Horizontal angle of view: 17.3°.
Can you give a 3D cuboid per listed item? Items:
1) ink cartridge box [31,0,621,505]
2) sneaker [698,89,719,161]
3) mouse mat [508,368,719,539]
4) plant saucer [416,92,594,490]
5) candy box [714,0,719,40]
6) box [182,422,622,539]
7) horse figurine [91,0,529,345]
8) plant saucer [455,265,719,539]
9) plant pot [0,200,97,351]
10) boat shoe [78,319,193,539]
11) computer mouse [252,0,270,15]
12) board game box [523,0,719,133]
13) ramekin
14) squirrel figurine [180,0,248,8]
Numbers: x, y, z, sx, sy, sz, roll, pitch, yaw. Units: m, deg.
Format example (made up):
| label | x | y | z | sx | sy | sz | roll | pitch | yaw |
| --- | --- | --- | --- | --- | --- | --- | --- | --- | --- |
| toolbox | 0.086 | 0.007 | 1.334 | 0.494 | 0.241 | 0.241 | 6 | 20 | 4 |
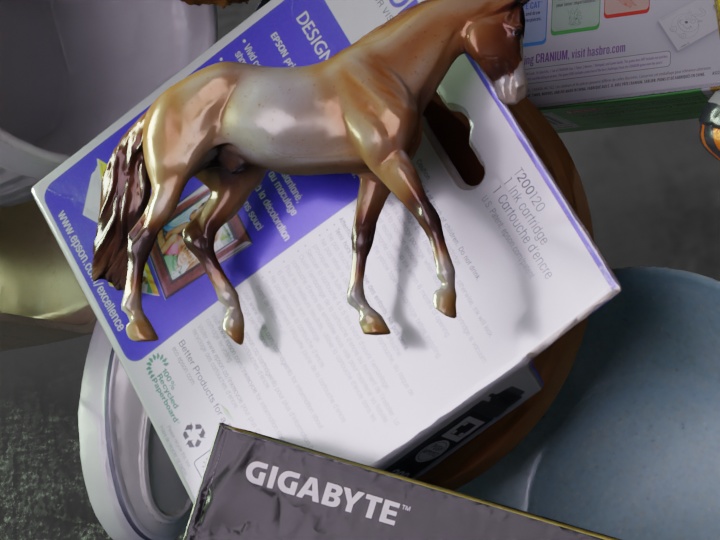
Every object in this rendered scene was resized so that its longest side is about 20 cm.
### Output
| label | x | y | z | sx | sy | sz | roll | pitch | yaw |
| --- | --- | --- | --- | --- | --- | --- | --- | --- | --- |
| ink cartridge box | -0.014 | -0.010 | 0.962 | 0.200 | 0.043 | 0.198 | -37 | 67 | 17 |
| sneaker | 0.195 | 0.020 | 0.869 | 0.200 | 0.078 | 0.112 | 32 | 103 | 9 |
| mouse mat | 0.103 | 0.131 | 0.987 | 0.200 | 0.008 | 0.161 | 24 | 94 | 36 |
| plant saucer | 0.000 | 0.000 | 0.999 | 0.200 | 0.037 | 0.200 | -5 | 78 | 25 |
| candy box | 0.189 | -0.124 | 0.934 | 0.102 | 0.026 | 0.200 | -7 | 79 | 5 |
| box | 0.020 | 0.160 | 0.876 | 0.200 | 0.049 | 0.160 | 16 | 86 | 15 |
| horse figurine | -0.029 | -0.039 | 0.924 | 0.200 | 0.050 | 0.133 | -6 | 78 | 25 |
| plant saucer | 0.114 | 0.100 | 0.958 | 0.201 | 0.039 | 0.201 | -9 | 74 | 33 |
| plant pot | -0.267 | -0.050 | 1.191 | 0.177 | 0.200 | 0.200 | -23 | 66 | 43 |
| boat shoe | -0.078 | 0.031 | 1.104 | 0.066 | 0.072 | 0.200 | -4 | 69 | 40 |
| computer mouse | 0.000 | -0.077 | 1.063 | 0.140 | 0.046 | 0.200 | 29 | 81 | 18 |
| board game box | 0.126 | -0.165 | 1.016 | 0.153 | 0.040 | 0.200 | -3 | 77 | 35 |
| ramekin | -0.174 | -0.124 | 1.107 | 0.105 | 0.200 | 0.200 | -24 | 66 | 43 |
| squirrel figurine | -0.055 | -0.219 | 1.046 | 0.187 | 0.141 | 0.200 | -23 | 69 | 50 |
